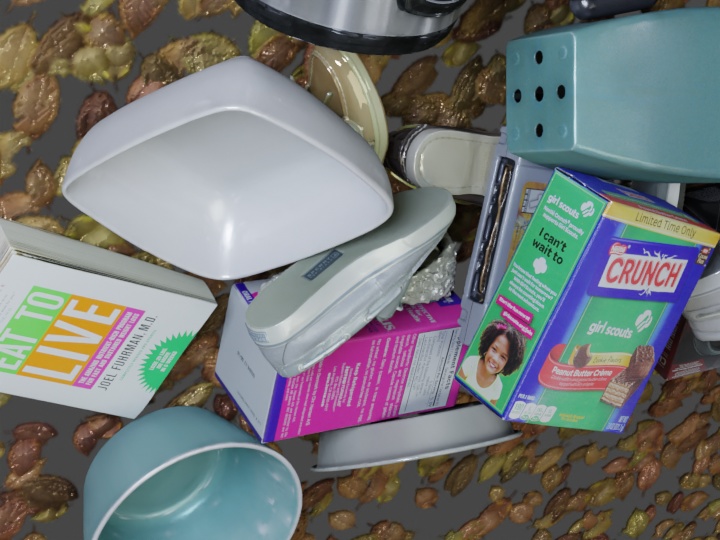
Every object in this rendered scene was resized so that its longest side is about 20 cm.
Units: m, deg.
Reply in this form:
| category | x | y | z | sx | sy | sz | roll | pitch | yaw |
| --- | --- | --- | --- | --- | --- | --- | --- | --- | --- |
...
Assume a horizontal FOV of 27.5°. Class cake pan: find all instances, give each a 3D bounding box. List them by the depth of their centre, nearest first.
| category | x | y | z | sx | sy | sz | roll | pitch | yaw |
| --- | --- | --- | --- | --- | --- | --- | --- | --- | --- |
| cake pan | 0.048 | 0.151 | 1.356 | 0.199 | 0.200 | 0.037 | -8 | 85 | -30 |

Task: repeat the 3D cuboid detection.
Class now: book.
| category | x | y | z | sx | sy | sz | roll | pitch | yaw |
| --- | --- | --- | --- | --- | --- | --- | --- | --- | --- |
| book | -0.229 | 0.045 | 1.165 | 0.199 | 0.048 | 0.134 | 17 | 117 | -44 |

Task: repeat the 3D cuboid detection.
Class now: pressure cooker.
| category | x | y | z | sx | sy | sz | roll | pitch | yaw |
| --- | --- | --- | --- | --- | --- | --- | --- | --- | --- |
| pressure cooker | 0.003 | -0.265 | 0.980 | 0.177 | 0.176 | 0.201 | 8 | 121 | -11 |

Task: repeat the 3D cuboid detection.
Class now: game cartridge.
| category | x | y | z | sx | sy | sz | roll | pitch | yaw |
| --- | --- | --- | --- | --- | --- | --- | --- | --- | --- |
| game cartridge | 0.157 | -0.031 | 1.273 | 0.132 | 0.041 | 0.202 | 4 | 102 | -36 |

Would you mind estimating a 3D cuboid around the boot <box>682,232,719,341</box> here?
| category | x | y | z | sx | sy | sz | roll | pitch | yaw |
| --- | --- | --- | --- | --- | --- | --- | --- | --- | --- |
| boot | 0.383 | 0.001 | 1.344 | 0.199 | 0.074 | 0.096 | -18 | 128 | 22 |

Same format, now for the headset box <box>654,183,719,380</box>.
| category | x | y | z | sx | sy | sz | roll | pitch | yaw |
| --- | --- | --- | --- | --- | --- | --- | --- | --- | --- |
| headset box | 0.358 | 0.014 | 1.465 | 0.148 | 0.077 | 0.201 | -10 | 127 | -28 |

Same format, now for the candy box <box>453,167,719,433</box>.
| category | x | y | z | sx | sy | sz | roll | pitch | yaw |
| --- | --- | --- | --- | --- | --- | --- | --- | --- | --- |
| candy box | 0.193 | 0.029 | 1.238 | 0.168 | 0.077 | 0.201 | 11 | 108 | -44 |

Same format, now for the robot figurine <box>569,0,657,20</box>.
| category | x | y | z | sx | sy | sz | roll | pitch | yaw |
| --- | --- | --- | --- | --- | --- | --- | --- | --- | --- |
| robot figurine | 0.193 | -0.287 | 1.126 | 0.199 | 0.151 | 0.125 | -18 | 164 | -22 |

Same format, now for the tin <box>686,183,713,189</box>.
| category | x | y | z | sx | sy | sz | roll | pitch | yaw |
| --- | --- | --- | --- | --- | --- | --- | --- | --- | --- |
| tin | 0.343 | -0.055 | 1.480 | 0.199 | 0.042 | 0.113 | -14 | 126 | -25 |

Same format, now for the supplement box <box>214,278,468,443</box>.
| category | x | y | z | sx | sy | sz | roll | pitch | yaw |
| --- | --- | --- | --- | --- | --- | --- | --- | --- | --- |
| supplement box | -0.011 | 0.067 | 1.286 | 0.199 | 0.101 | 0.104 | -7 | 126 | -32 |

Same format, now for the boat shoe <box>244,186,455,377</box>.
| category | x | y | z | sx | sy | sz | roll | pitch | yaw |
| --- | --- | --- | --- | --- | --- | --- | --- | --- | --- |
| boat shoe | -0.001 | 0.010 | 1.167 | 0.200 | 0.070 | 0.072 | -37 | 127 | -18 |

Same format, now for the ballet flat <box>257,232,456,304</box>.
| category | x | y | z | sx | sy | sz | roll | pitch | yaw |
| --- | --- | --- | --- | --- | --- | --- | --- | --- | --- |
| ballet flat | 0.000 | 0.000 | 1.234 | 0.199 | 0.072 | 0.072 | -12 | 130 | -35 |

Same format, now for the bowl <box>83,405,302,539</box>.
| category | x | y | z | sx | sy | sz | roll | pitch | yaw |
| --- | --- | --- | --- | --- | --- | --- | --- | --- | --- |
| bowl | -0.162 | 0.198 | 1.284 | 0.200 | 0.105 | 0.202 | -19 | 132 | -22 |

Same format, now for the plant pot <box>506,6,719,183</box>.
| category | x | y | z | sx | sy | sz | roll | pitch | yaw |
| --- | --- | --- | --- | --- | --- | --- | --- | --- | --- |
| plant pot | 0.222 | -0.139 | 1.191 | 0.199 | 0.141 | 0.143 | -4 | 95 | -30 |

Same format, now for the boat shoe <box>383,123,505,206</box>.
| category | x | y | z | sx | sy | sz | roll | pitch | yaw |
| --- | --- | --- | --- | --- | --- | --- | --- | --- | --- |
| boat shoe | 0.102 | -0.088 | 1.271 | 0.199 | 0.059 | 0.072 | 7 | 100 | -41 |

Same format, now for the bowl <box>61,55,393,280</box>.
| category | x | y | z | sx | sy | sz | roll | pitch | yaw |
| --- | --- | --- | --- | --- | --- | --- | --- | --- | --- |
| bowl | -0.093 | -0.079 | 1.089 | 0.199 | 0.075 | 0.200 | -19 | 145 | 32 |

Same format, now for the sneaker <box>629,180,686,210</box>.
| category | x | y | z | sx | sy | sz | roll | pitch | yaw |
| --- | --- | --- | --- | --- | --- | --- | --- | --- | --- |
| sneaker | 0.218 | -0.034 | 1.374 | 0.120 | 0.084 | 0.201 | 16 | 99 | -16 |

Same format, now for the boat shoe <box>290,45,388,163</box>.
| category | x | y | z | sx | sy | sz | roll | pitch | yaw |
| --- | --- | --- | --- | --- | --- | --- | --- | --- | --- |
| boat shoe | -0.019 | -0.097 | 1.170 | 0.062 | 0.073 | 0.201 | -26 | 135 | -18 |
